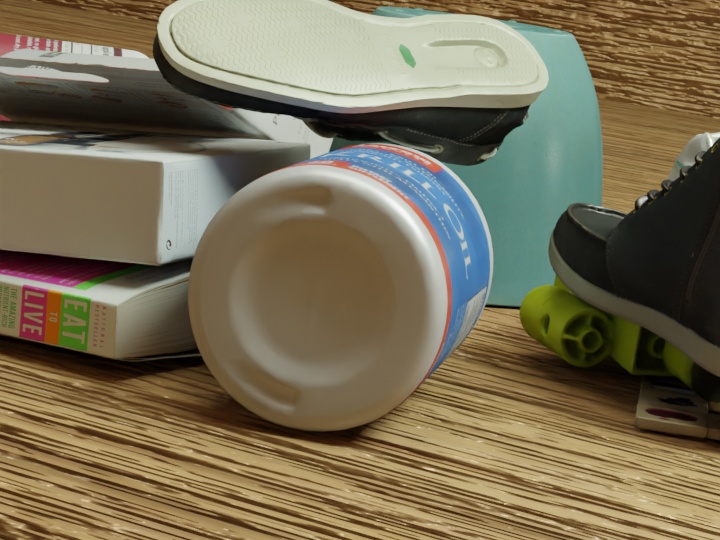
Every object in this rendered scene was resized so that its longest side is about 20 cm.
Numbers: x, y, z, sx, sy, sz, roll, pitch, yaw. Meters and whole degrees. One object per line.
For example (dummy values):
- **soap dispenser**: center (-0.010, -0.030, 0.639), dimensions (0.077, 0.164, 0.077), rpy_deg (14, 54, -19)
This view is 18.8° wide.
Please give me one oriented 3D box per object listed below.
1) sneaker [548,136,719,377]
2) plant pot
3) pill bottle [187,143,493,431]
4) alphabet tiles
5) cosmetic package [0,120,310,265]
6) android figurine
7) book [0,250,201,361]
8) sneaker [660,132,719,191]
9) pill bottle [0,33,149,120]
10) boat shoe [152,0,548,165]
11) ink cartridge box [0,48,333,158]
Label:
- **sneaker**: center (0.162, -0.025, 1.034), dimensions (0.074, 0.107, 0.200), rpy_deg (1, 16, -27)
- **plant pot**: center (0.060, -0.077, 1.347), dimensions (0.199, 0.162, 0.201), rpy_deg (7, 10, -1)
- **pill bottle**: center (0.000, 0.000, 0.978), dimensions (0.112, 0.113, 0.200), rpy_deg (9, 10, 10)
- **alphabet tiles**: center (0.235, 0.073, 1.058), dimensions (0.199, 0.008, 0.167), rpy_deg (9, 9, 8)
- **cosmetic package**: center (-0.145, -0.042, 1.054), dimensions (0.199, 0.052, 0.151), rpy_deg (6, 6, 24)
- **android figurine**: center (0.174, 0.027, 1.136), dimensions (0.181, 0.041, 0.200), rpy_deg (3, 13, -19)
- **book**: center (-0.159, 0.003, 1.044), dimensions (0.199, 0.048, 0.133), rpy_deg (11, 10, 29)
- **sneaker**: center (0.220, -0.014, 1.081), dimensions (0.070, 0.081, 0.200), rpy_deg (3, 17, -42)
- **pill bottle**: center (-0.190, -0.086, 1.346), dimensions (0.199, 0.114, 0.113), rpy_deg (7, 9, -10)
- **boat shoe**: center (-0.008, -0.085, 1.024), dimensions (0.199, 0.068, 0.072), rpy_deg (4, 51, -29)
- **ink cartridge box**: center (-0.120, -0.098, 1.114), dimensions (0.160, 0.050, 0.200), rpy_deg (6, -12, 21)
